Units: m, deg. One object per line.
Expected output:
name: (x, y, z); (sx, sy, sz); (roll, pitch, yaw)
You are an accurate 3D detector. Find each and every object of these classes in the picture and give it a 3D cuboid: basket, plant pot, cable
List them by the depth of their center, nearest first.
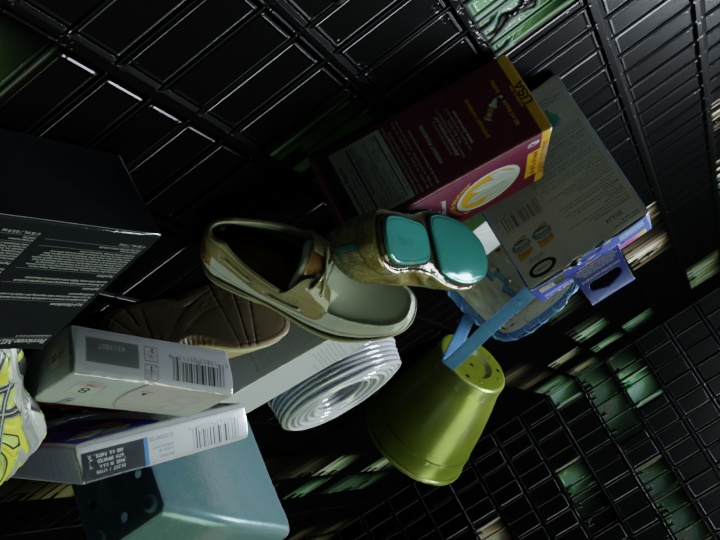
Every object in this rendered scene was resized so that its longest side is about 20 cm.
basket: (0.178, 0.019, 1.206); (0.176, 0.139, 0.201); (-45, -169, 36)
plant pot: (-0.241, 0.278, 1.215); (0.195, 0.198, 0.200); (-34, 152, 13)
cable: (-0.035, 0.152, 1.372); (0.198, 0.070, 0.200); (-32, 161, 4)
plant pot: (0.140, 0.218, 1.651); (0.199, 0.201, 0.194); (-5, 138, -50)

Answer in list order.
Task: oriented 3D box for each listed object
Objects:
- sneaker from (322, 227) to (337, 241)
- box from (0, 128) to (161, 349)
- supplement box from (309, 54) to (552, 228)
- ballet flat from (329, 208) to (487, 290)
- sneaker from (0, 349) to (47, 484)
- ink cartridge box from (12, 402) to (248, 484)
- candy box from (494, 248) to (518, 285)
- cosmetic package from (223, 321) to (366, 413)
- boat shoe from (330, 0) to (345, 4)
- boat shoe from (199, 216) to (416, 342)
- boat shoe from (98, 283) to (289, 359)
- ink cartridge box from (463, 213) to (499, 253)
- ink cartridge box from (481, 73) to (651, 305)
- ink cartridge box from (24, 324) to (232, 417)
sneaker: (0.000, 0.000, 1.063); (0.079, 0.077, 0.201); (-21, 153, -1)
box: (-0.249, -0.018, 0.622); (0.141, 0.079, 0.199); (-41, 159, 20)
supplement box: (0.065, -0.092, 0.889); (0.198, 0.086, 0.111); (-29, 161, -3)
ballet flat: (0.040, -0.015, 0.830); (0.070, 0.071, 0.199); (-38, 159, 24)
sneaker: (-0.300, 0.102, 0.759); (0.074, 0.077, 0.202); (8, 138, 16)
ink cartridge box: (-0.251, 0.170, 1.001); (0.198, 0.044, 0.196); (-5, -177, 44)
candy box: (0.273, -0.042, 1.368); (0.198, 0.056, 0.115); (-33, 161, 8)
cosmetic package: (-0.093, 0.091, 1.134); (0.198, 0.075, 0.102); (-28, 161, -1)
boat shoe: (-0.026, -0.196, 0.527); (0.057, 0.067, 0.200); (-38, 163, 11)
boat shoe: (-0.045, 0.007, 0.847); (0.197, 0.076, 0.069); (15, 159, 2)
boat shoe: (-0.166, 0.061, 0.963); (0.197, 0.075, 0.066); (-4, 155, -32)
ink cartridge box: (0.138, -0.066, 1.101); (0.199, 0.060, 0.103); (-39, 160, 22)
ink cartridge box: (0.193, -0.066, 0.967); (0.135, 0.202, 0.076); (-33, 161, 12)
ink cartridge box: (-0.236, 0.114, 0.891); (0.161, 0.058, 0.199); (14, 144, -42)
